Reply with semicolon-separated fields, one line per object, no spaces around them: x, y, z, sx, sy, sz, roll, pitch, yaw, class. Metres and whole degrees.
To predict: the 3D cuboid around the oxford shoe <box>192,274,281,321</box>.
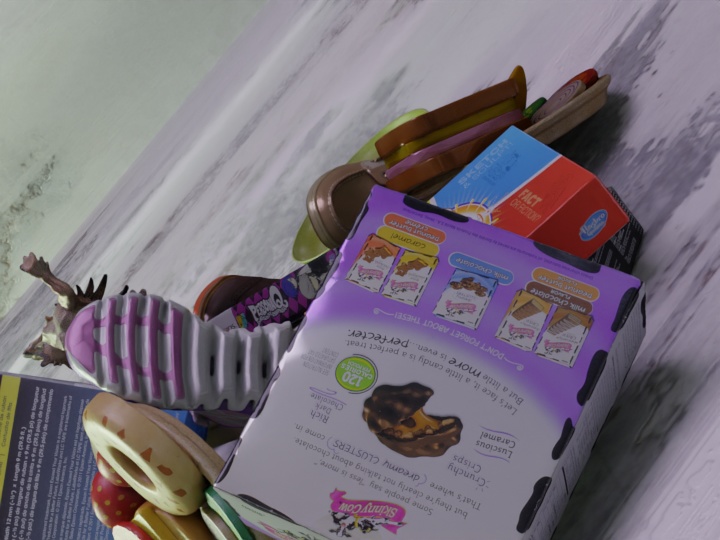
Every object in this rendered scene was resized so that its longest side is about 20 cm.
-0.073;0.035;1.293;0.072;0.072;0.200;-4;6;28;oxford shoe

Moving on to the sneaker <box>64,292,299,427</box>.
-0.115;0.075;1.086;0.088;0.198;0.081;132;145;-60;sneaker

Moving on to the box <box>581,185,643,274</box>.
0.089;0.047;0.987;0.160;0.044;0.201;-22;30;40;box

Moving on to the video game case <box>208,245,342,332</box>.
0.000;0.000;1.205;0.199;0.036;0.181;-23;-4;-43;video game case

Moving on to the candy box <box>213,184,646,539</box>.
0.042;0.075;0.837;0.201;0.167;0.072;-61;-22;-19;candy box

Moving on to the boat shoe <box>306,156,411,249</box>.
0.027;-0.068;1.289;0.064;0.072;0.200;-21;2;36;boat shoe

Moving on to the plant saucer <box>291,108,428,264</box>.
0.009;-0.077;1.522;0.200;0.031;0.200;-43;18;17;plant saucer

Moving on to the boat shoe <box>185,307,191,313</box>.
-0.196;0.122;1.265;0.200;0.070;0.071;-46;33;-18;boat shoe

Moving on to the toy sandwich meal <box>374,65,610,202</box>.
0.103;-0.119;1.209;0.204;0.071;0.205;-31;4;3;toy sandwich meal

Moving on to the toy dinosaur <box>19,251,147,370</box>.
-0.194;0.048;1.228;0.135;0.198;0.087;23;-100;-68;toy dinosaur

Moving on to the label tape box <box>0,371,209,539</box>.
-0.225;0.158;1.171;0.066;0.198;0.145;25;-107;-77;label tape box

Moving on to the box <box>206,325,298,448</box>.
-0.096;0.130;1.249;0.200;0.078;0.095;-30;24;46;box

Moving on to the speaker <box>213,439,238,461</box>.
-0.045;0.147;1.081;0.200;0.081;0.081;-24;29;53;speaker

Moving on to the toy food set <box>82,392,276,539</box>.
-0.122;0.173;1.031;0.049;0.198;0.200;-38;-6;-31;toy food set

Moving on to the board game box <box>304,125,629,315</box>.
0.063;0.000;1.003;0.200;0.040;0.153;-42;23;0;board game box
